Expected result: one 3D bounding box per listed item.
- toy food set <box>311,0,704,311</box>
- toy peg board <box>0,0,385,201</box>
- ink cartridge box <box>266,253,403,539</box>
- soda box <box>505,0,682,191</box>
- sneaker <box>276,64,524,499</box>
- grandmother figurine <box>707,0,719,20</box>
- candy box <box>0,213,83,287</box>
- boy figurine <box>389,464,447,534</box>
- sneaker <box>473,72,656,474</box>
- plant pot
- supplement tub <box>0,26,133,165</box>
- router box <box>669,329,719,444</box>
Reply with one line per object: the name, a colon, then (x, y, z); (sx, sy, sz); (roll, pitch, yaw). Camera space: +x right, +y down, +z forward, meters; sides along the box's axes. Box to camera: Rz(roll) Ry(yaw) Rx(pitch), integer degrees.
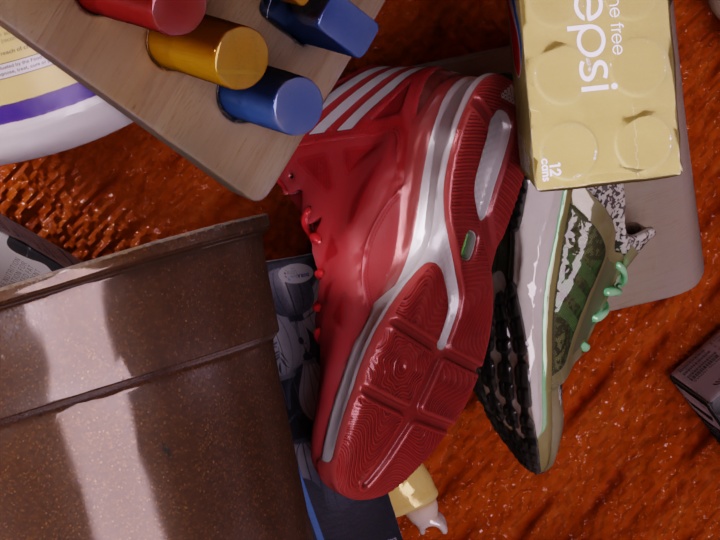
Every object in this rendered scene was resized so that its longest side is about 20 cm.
toy food set: (0.070, -0.047, 1.429); (0.198, 0.060, 0.145); (-12, 111, -9)
toy peg board: (-0.043, -0.154, 1.177); (0.199, 0.098, 0.201); (36, 82, -34)
ink cartridge box: (-0.037, 0.096, 1.325); (0.099, 0.039, 0.201); (-11, 80, -43)
soda box: (0.097, -0.139, 1.266); (0.067, 0.064, 0.202); (-6, 100, -2)
sneaker: (0.000, 0.000, 1.333); (0.078, 0.115, 0.201); (33, 76, -48)
grandmother figurine: (0.162, -0.188, 1.416); (0.121, 0.060, 0.200); (-44, 120, -18)
candy box: (-0.170, 0.071, 1.355); (0.199, 0.072, 0.168); (31, 93, -27)
boy figurine: (-0.016, 0.116, 1.436); (0.123, 0.064, 0.202); (-3, 110, -13)
sneaker: (0.103, 0.003, 1.386); (0.088, 0.077, 0.201); (-6, 112, -20)
plant pot: (-0.104, 0.099, 1.205); (0.199, 0.200, 0.200); (-18, 90, -16)
supplement tub: (-0.162, -0.160, 1.245); (0.145, 0.145, 0.201); (-21, 114, -14)
router box: (0.281, 0.047, 1.538); (0.200, 0.051, 0.149); (-42, 118, -5)
